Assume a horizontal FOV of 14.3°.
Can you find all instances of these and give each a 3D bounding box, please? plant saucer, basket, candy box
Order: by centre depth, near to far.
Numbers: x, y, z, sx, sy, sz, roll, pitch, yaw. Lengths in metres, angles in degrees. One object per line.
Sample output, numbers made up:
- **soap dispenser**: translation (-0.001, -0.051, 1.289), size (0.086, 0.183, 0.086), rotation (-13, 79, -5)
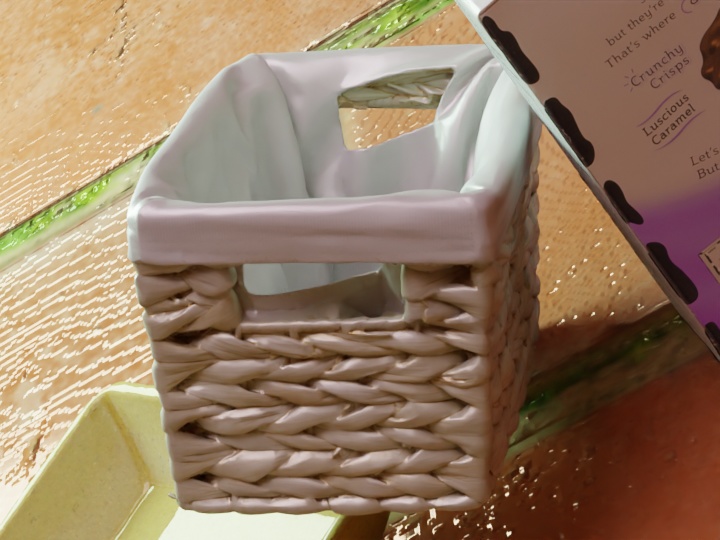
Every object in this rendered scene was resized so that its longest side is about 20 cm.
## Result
- **candy box**: translation (0.145, -0.087, 1.043), size (0.167, 0.200, 0.072), rotation (-37, 32, 2)
- **basket**: translation (0.000, 0.000, 1.084), size (0.134, 0.124, 0.200), rotation (-1, 20, 10)
- **plant saucer**: translation (-0.086, 0.143, 1.142), size (0.199, 0.049, 0.200), rotation (5, 52, 49)
